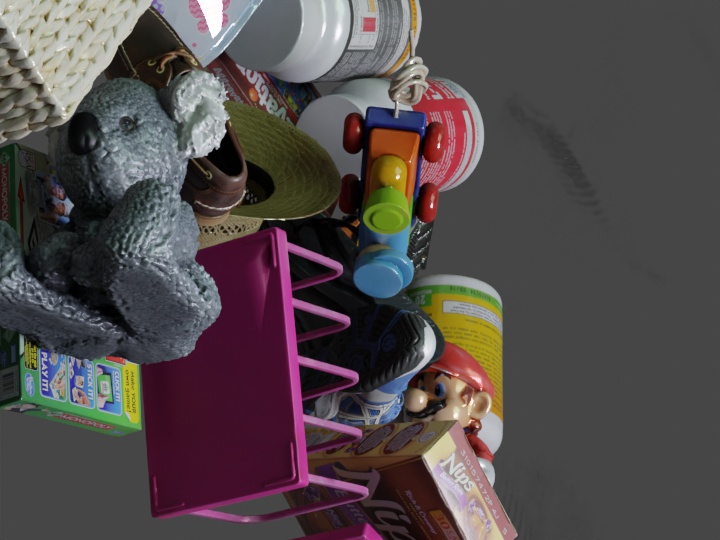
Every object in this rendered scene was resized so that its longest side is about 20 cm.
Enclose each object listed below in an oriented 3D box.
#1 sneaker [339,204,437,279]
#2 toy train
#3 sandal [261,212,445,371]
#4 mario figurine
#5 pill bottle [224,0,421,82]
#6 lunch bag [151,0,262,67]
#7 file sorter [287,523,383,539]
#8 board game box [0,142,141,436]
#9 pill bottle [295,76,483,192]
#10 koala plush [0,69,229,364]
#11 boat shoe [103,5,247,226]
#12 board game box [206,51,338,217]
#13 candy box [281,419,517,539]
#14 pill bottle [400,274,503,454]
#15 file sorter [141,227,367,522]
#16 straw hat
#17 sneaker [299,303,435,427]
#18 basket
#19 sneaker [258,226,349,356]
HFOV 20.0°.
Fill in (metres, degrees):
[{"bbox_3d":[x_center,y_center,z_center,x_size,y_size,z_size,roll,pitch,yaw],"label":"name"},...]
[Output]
[{"bbox_3d":[0.020,-0.037,1.924,0.200,0.089,0.071,-47,148,-80],"label":"sneaker"},{"bbox_3d":[0.024,-0.081,1.649,0.201,0.084,0.116,95,2,-47],"label":"toy train"},{"bbox_3d":[0.001,0.000,1.746,0.200,0.048,0.075,41,38,-5],"label":"sandal"},{"bbox_3d":[0.058,0.158,1.771,0.106,0.122,0.202,63,28,-72],"label":"mario figurine"},{"bbox_3d":[-0.038,-0.228,1.844,0.200,0.116,0.117,-10,84,-59],"label":"pill bottle"},{"bbox_3d":[-0.166,-0.269,1.685,0.170,0.127,0.201,43,75,-32],"label":"lunch bag"},{"bbox_3d":[-0.009,0.322,1.644,0.200,0.138,0.126,49,40,-33],"label":"file sorter"},{"bbox_3d":[-0.223,0.016,1.556,0.134,0.029,0.202,20,59,-52],"label":"board game box"},{"bbox_3d":[0.025,-0.122,1.893,0.200,0.112,0.113,-11,85,-60],"label":"pill bottle"},{"bbox_3d":[-0.178,-0.051,1.489,0.184,0.176,0.202,43,41,-55],"label":"koala plush"},{"bbox_3d":[-0.140,-0.135,1.581,0.070,0.070,0.201,-21,71,-29],"label":"boat shoe"},{"bbox_3d":[-0.072,-0.151,1.881,0.200,0.019,0.103,55,37,-27],"label":"board game box"},{"bbox_3d":[0.023,0.188,1.693,0.056,0.199,0.117,-41,111,-39],"label":"candy box"},{"bbox_3d":[0.078,0.115,1.900,0.111,0.110,0.202,34,49,-46],"label":"pill bottle"},{"bbox_3d":[-0.081,0.091,1.628,0.125,0.138,0.202,21,58,-56],"label":"file sorter"},{"bbox_3d":[-0.122,-0.061,1.686,0.201,0.200,0.086,-39,153,-56],"label":"straw hat"},{"bbox_3d":[0.010,0.084,1.717,0.077,0.200,0.076,19,64,-26],"label":"sneaker"},{"bbox_3d":[-0.273,-0.190,1.417,0.161,0.197,0.201,58,34,-26],"label":"basket"},{"bbox_3d":[-0.034,0.023,1.791,0.201,0.090,0.076,60,36,-18],"label":"sneaker"}]
